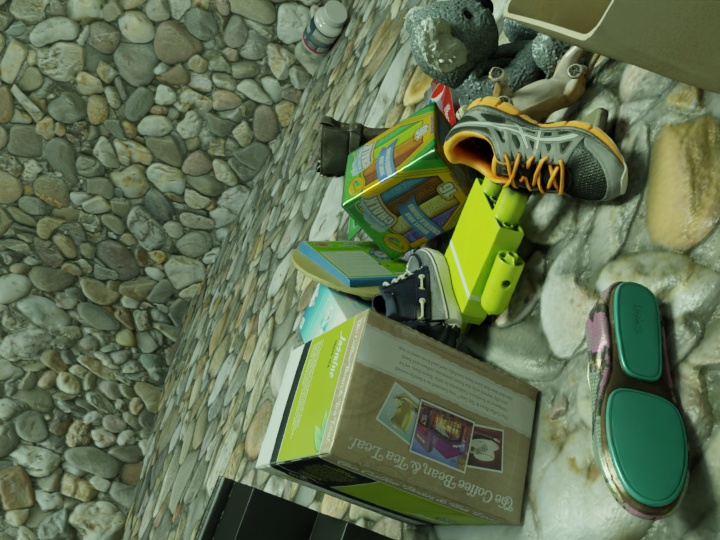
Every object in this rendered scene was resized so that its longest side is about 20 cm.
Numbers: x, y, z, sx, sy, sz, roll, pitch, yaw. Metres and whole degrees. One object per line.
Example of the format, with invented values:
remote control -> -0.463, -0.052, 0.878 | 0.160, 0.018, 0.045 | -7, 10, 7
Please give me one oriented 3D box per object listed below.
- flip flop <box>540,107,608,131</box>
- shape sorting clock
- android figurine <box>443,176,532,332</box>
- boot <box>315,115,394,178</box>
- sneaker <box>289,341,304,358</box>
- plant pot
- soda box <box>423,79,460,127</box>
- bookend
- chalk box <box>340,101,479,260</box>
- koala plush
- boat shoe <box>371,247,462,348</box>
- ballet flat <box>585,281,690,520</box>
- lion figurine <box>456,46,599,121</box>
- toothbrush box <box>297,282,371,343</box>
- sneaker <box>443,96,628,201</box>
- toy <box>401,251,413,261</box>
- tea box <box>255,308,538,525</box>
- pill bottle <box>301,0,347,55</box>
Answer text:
flip flop -> 0.203, -0.134, 0.788 | 0.082, 0.057, 0.200 | -69, 18, -9
shape sorting clock -> 0.000, 0.000, 0.977 | 0.201, 0.197, 0.040 | -109, 32, -64
android figurine -> 0.140, -0.022, 0.809 | 0.183, 0.040, 0.202 | -98, 22, -59
boot -> 0.018, -0.159, 1.071 | 0.202, 0.171, 0.070 | 85, -176, -48
sneaker -> -0.034, 0.185, 0.918 | 0.199, 0.075, 0.106 | 36, 116, 30
plant pot -> 0.265, -0.249, 0.567 | 0.202, 0.175, 0.200 | -60, 19, 18
soda box -> 0.145, -0.240, 1.074 | 0.070, 0.063, 0.202 | -53, 23, 35
bookend -> -0.059, 0.306, 0.752 | 0.199, 0.197, 0.093 | -24, 42, 62
chalk box -> 0.054, -0.113, 0.973 | 0.198, 0.124, 0.126 | -27, 36, 26
koala plush -> 0.146, -0.271, 0.893 | 0.185, 0.198, 0.178 | -57, 20, 25
boat shoe -> 0.057, 0.025, 0.839 | 0.201, 0.091, 0.076 | -103, 27, -63
ballet flat -> 0.198, 0.099, 0.522 | 0.072, 0.068, 0.202 | 108, 176, -48
lion figurine -> 0.203, -0.199, 0.804 | 0.123, 0.197, 0.073 | 51, -157, -68
toothbrush box -> 0.012, 0.095, 0.901 | 0.086, 0.145, 0.200 | -65, 19, 8
sneaker -> 0.172, -0.111, 0.703 | 0.199, 0.079, 0.077 | 27, 53, 37
toy -> 0.020, 0.014, 1.134 | 0.201, 0.047, 0.116 | -55, 20, 29
tea box -> 0.032, 0.156, 0.684 | 0.196, 0.198, 0.135 | -31, 38, 58
pill bottle -> -0.129, -0.896, 2.563 | 0.200, 0.118, 0.121 | -32, 38, 59
